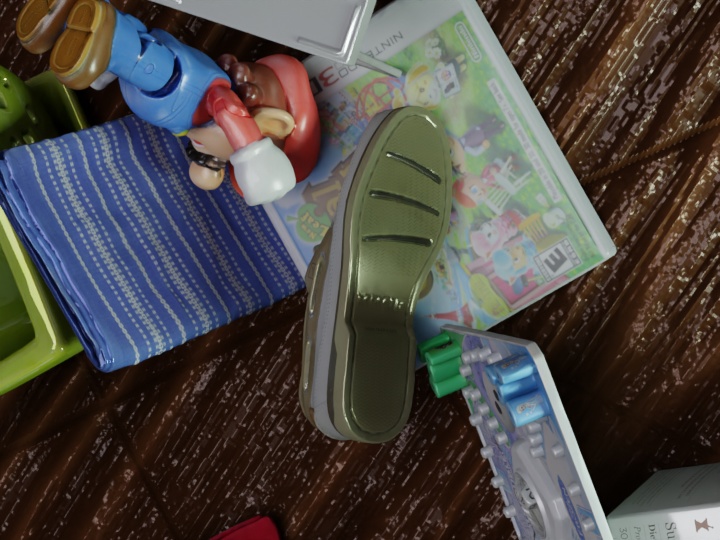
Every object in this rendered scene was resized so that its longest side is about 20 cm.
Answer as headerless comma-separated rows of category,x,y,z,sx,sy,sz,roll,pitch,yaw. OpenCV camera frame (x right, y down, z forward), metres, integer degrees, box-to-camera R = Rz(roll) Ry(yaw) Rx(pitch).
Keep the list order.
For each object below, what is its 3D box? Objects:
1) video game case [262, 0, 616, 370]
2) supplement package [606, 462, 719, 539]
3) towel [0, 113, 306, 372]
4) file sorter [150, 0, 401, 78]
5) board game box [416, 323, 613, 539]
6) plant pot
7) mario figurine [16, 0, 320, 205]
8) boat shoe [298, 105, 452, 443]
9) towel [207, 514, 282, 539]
video game case,0.030,-0.053,1.248,0.182,0.022,0.200,-31,85,23
supplement package,0.255,0.167,1.132,0.200,0.120,0.121,-11,93,23
towel,-0.122,-0.028,1.217,0.024,0.200,0.145,-35,83,38
file sorter,-0.018,-0.226,1.177,0.139,0.125,0.200,20,95,18
board game box,0.095,0.131,1.147,0.026,0.200,0.200,-22,96,-10
plant pot,-0.253,-0.014,1.282,0.199,0.181,0.200,-25,88,23
mario figurine,-0.108,-0.089,1.190,0.106,0.200,0.124,-30,50,34
boat shoe,0.000,0.000,1.212,0.068,0.075,0.200,1,77,54
towel,-0.075,0.267,1.277,0.022,0.145,0.200,-28,85,61
